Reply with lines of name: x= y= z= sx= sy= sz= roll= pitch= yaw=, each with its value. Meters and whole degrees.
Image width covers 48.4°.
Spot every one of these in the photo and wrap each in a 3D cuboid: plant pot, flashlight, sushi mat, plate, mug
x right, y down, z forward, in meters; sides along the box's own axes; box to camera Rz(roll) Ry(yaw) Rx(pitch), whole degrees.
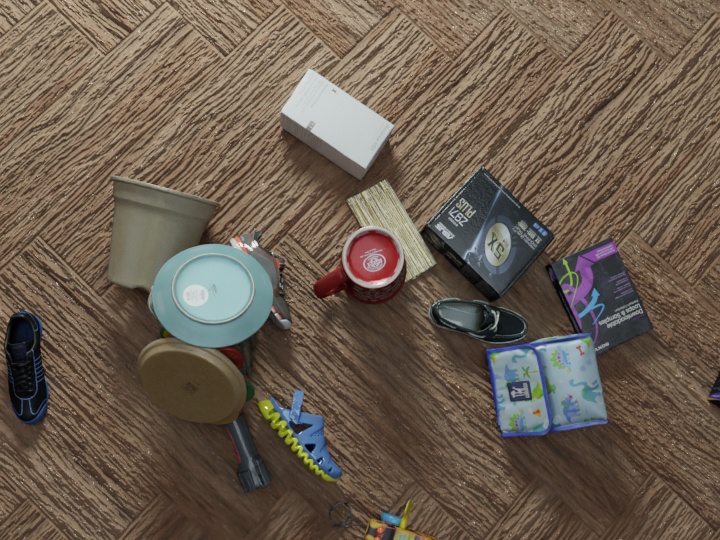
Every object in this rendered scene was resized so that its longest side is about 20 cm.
plant pot: x=-0.370 y=-0.056 z=1.441 sx=0.198 sy=0.200 sz=0.186 roll=14 pitch=91 yaw=-3
flashlight: x=-0.227 y=0.299 z=1.449 sx=0.067 sy=0.068 sz=0.202 roll=-21 pitch=89 yaw=-1
sushi mat: x=0.061 y=-0.074 z=1.565 sx=0.095 sy=0.012 sz=0.201 roll=-30 pitch=85 yaw=-11
plate: x=-0.241 y=0.034 z=1.314 sx=0.198 sy=0.026 sz=0.202 roll=6 pitch=56 yaw=-8
mug: x=0.011 y=0.005 z=1.446 sx=0.133 sy=0.200 sz=0.178 roll=38 pitch=85 yaw=3

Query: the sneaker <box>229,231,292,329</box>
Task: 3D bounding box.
sneaker: x=-0.168 y=0.012 z=1.497 sx=0.081 sy=0.077 sz=0.201 roll=-28 pitch=85 yaw=-16

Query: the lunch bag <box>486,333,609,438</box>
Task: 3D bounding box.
lunch bag: x=0.345 y=0.214 z=1.497 sx=0.198 sy=0.127 sz=0.172 roll=-10 pitch=84 yaw=7

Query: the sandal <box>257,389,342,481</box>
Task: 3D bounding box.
sandal: x=-0.097 y=0.296 z=1.456 sx=0.087 sy=0.079 sz=0.200 roll=-39 pitch=88 yaw=-14

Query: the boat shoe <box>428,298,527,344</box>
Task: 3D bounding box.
boat shoe: x=0.230 y=0.097 z=1.529 sx=0.198 sy=0.060 sz=0.077 roll=6 pitch=80 yaw=-5

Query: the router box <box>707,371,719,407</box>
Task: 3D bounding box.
router box: x=0.807 y=0.235 z=1.571 sx=0.199 sy=0.052 sz=0.158 roll=31 pitch=79 yaw=0

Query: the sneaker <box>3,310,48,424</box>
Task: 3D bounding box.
sneaker: x=-0.599 y=0.172 z=1.420 sx=0.069 sy=0.078 sz=0.202 roll=-7 pitch=81 yaw=-7

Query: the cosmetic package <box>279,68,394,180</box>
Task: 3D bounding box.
cosmetic package: x=-0.047 y=-0.281 z=1.554 sx=0.199 sy=0.081 sz=0.113 roll=31 pitch=77 yaw=1

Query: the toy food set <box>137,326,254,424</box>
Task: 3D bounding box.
toy food set: x=-0.276 y=0.181 z=1.338 sx=0.199 sy=0.199 sz=0.049 roll=28 pitch=39 yaw=-8

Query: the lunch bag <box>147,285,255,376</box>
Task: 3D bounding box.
lunch bag: x=-0.274 y=0.091 z=1.404 sx=0.166 sy=0.201 sz=0.141 roll=2 pitch=60 yaw=-2

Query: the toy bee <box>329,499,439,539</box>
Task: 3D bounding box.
toy bee: x=0.048 y=0.479 z=1.423 sx=0.198 sy=0.109 sz=0.133 roll=-2 pitch=82 yaw=-6

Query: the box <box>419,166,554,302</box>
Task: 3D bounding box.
box: x=0.243 y=-0.069 z=1.546 sx=0.200 sy=0.086 sz=0.164 roll=44 pitch=80 yaw=2

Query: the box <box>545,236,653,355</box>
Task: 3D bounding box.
box: x=0.471 y=0.053 z=1.575 sx=0.142 sy=0.036 sz=0.202 roll=-23 pitch=85 yaw=-9
